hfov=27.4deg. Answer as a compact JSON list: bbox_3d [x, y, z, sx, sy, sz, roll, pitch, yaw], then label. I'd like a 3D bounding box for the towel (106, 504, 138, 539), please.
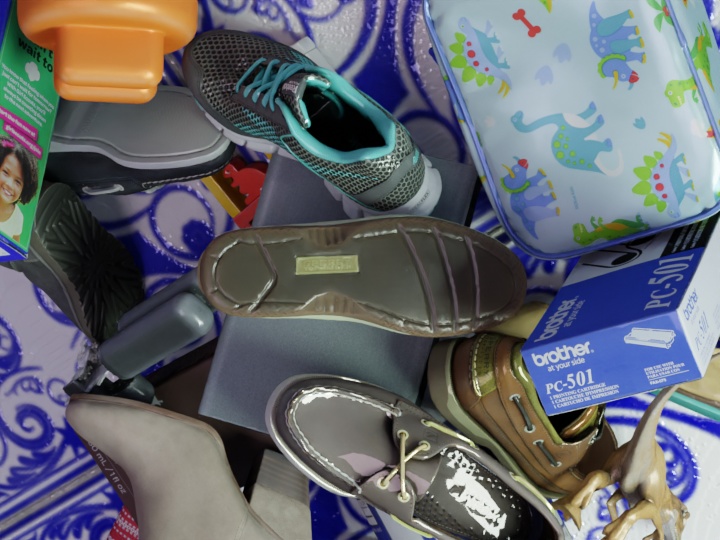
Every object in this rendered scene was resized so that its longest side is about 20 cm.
[{"bbox_3d":[-0.169,0.299,1.238,0.144,0.022,0.201,32,118,10],"label":"towel"}]

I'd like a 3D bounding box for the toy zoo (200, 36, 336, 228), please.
[{"bbox_3d":[-0.039,-0.068,1.025,0.131,0.020,0.200,-38,93,31],"label":"toy zoo"}]

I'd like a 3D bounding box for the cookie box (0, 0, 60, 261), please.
[{"bbox_3d":[-0.298,-0.105,1.019,0.170,0.202,0.075,-6,154,24],"label":"cookie box"}]

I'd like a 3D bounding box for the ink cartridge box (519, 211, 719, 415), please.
[{"bbox_3d":[0.168,0.013,0.867,0.093,0.200,0.044,-17,104,28],"label":"ink cartridge box"}]

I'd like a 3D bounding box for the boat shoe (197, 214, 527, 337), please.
[{"bbox_3d":[0.000,0.000,0.906,0.198,0.076,0.072,6,88,-8],"label":"boat shoe"}]

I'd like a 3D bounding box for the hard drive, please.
[{"bbox_3d":[-0.013,0.016,0.961,0.139,0.033,0.202,14,85,16],"label":"hard drive"}]

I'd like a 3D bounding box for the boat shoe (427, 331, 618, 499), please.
[{"bbox_3d":[0.123,0.097,0.942,0.068,0.200,0.073,-13,62,34],"label":"boat shoe"}]

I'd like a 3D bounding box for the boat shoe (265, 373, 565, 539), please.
[{"bbox_3d":[0.036,0.122,0.892,0.199,0.059,0.072,32,80,-17],"label":"boat shoe"}]

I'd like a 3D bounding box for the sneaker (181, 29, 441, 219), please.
[{"bbox_3d":[-0.035,-0.105,0.923,0.199,0.091,0.078,32,77,21],"label":"sneaker"}]

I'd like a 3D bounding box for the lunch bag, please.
[{"bbox_3d":[0.133,-0.116,0.891,0.160,0.082,0.201,-17,101,28],"label":"lunch bag"}]

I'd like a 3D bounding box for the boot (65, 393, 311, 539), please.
[{"bbox_3d":[-0.125,0.179,1.003,0.198,0.147,0.070,17,155,-2],"label":"boot"}]

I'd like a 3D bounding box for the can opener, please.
[{"bbox_3d":[-0.146,0.055,1.018,0.066,0.053,0.200,39,140,-13],"label":"can opener"}]

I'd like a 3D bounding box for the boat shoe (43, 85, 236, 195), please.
[{"bbox_3d":[-0.164,-0.086,1.038,0.199,0.076,0.061,11,143,33],"label":"boat shoe"}]

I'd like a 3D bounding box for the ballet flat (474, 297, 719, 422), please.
[{"bbox_3d":[0.173,0.046,0.970,0.199,0.069,0.064,18,85,12],"label":"ballet flat"}]

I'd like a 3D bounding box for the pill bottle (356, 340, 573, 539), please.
[{"bbox_3d":[0.052,0.134,1.010,0.119,0.120,0.201,-29,88,30],"label":"pill bottle"}]

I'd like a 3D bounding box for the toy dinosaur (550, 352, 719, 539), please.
[{"bbox_3d":[0.176,0.126,0.947,0.060,0.106,0.201,34,158,28],"label":"toy dinosaur"}]

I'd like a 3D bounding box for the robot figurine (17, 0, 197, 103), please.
[{"bbox_3d":[-0.161,-0.210,0.942,0.116,0.144,0.202,-3,83,25],"label":"robot figurine"}]

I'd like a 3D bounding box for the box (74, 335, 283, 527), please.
[{"bbox_3d":[-0.105,0.109,1.100,0.199,0.075,0.101,-29,98,28],"label":"box"}]

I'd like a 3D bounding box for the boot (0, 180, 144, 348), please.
[{"bbox_3d":[-0.274,-0.021,1.112,0.199,0.073,0.183,7,139,30],"label":"boot"}]
